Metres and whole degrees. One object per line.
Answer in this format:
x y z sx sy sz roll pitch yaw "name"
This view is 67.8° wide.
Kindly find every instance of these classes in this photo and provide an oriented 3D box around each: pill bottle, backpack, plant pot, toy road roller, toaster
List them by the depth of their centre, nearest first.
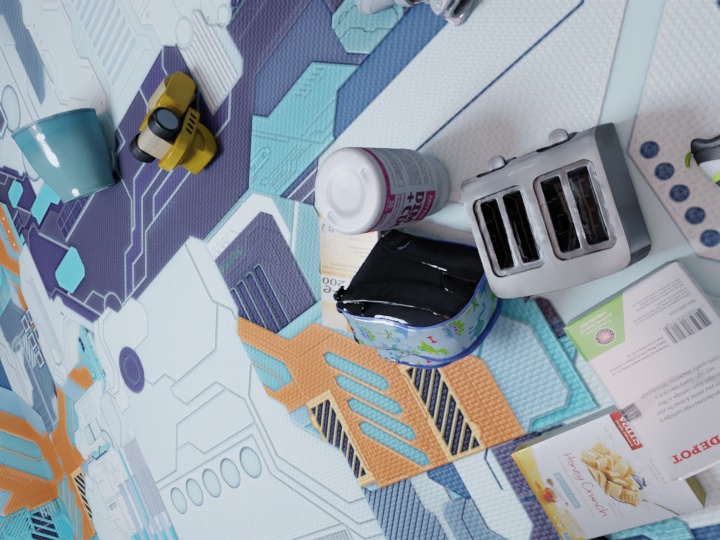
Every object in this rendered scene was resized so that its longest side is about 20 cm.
0.241 -0.062 0.668 0.180 0.118 0.201 -18 89 40 "toaster"
0.040 -0.116 0.760 0.113 0.199 0.114 9 105 36 "pill bottle"
0.095 0.045 0.763 0.199 0.183 0.147 8 140 41 "backpack"
-0.375 -0.293 1.119 0.123 0.146 0.201 -31 43 38 "toy road roller"
-0.717 -0.276 1.332 0.199 0.200 0.189 -9 109 39 "plant pot"

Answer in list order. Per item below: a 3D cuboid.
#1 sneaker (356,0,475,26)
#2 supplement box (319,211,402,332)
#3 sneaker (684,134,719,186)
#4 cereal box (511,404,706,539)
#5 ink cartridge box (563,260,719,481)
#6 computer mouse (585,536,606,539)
0.083 -0.389 0.748 0.199 0.075 0.116 -20 84 35 "sneaker"
0.000 0.000 0.897 0.125 0.073 0.202 8 104 37 "supplement box"
0.419 -0.171 0.535 0.083 0.071 0.200 51 125 19 "sneaker"
0.325 0.274 0.723 0.200 0.039 0.144 -41 74 36 "cereal box"
0.356 0.110 0.615 0.145 0.084 0.201 -36 77 20 "ink cartridge box"
0.362 0.461 0.735 0.059 0.034 0.201 -36 80 35 "computer mouse"
